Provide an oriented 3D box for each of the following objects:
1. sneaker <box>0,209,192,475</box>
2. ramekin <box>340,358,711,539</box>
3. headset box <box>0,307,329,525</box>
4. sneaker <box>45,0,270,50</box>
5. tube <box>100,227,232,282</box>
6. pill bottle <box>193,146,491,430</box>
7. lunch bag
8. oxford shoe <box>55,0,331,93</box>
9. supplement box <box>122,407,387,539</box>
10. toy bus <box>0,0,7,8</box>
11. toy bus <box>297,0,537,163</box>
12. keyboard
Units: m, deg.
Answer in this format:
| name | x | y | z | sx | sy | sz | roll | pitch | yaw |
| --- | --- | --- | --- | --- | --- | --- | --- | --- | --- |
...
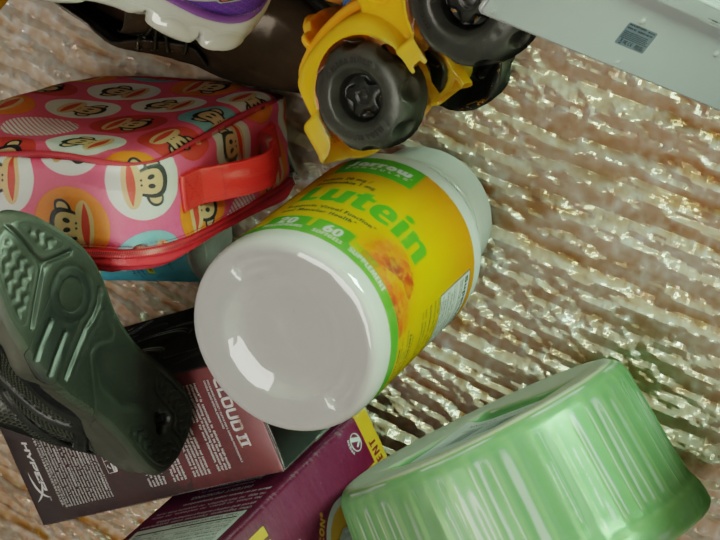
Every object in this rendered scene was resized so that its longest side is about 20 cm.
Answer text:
| name | x | y | z | sx | sy | sz | roll | pitch | yaw |
| --- | --- | --- | --- | --- | --- | --- | --- | --- | --- |
| sneaker | -0.180 | 0.038 | 1.253 | 0.114 | 0.076 | 0.199 | 7 | 151 | 29 |
| ramekin | 0.086 | 0.129 | 1.304 | 0.200 | 0.200 | 0.098 | -26 | 90 | 32 |
| headset box | -0.091 | 0.073 | 1.390 | 0.200 | 0.149 | 0.077 | -16 | 103 | 31 |
| sneaker | -0.133 | -0.186 | 1.211 | 0.200 | 0.081 | 0.083 | 14 | 125 | -25 |
| tube | -0.176 | -0.023 | 1.456 | 0.200 | 0.050 | 0.078 | 3 | 105 | 31 |
| pill bottle | 0.000 | 0.000 | 1.284 | 0.111 | 0.200 | 0.111 | 10 | 114 | 22 |
| lunch bag | -0.126 | -0.060 | 1.323 | 0.176 | 0.200 | 0.082 | 4 | 108 | 25 |
| oxford shoe | -0.100 | -0.143 | 1.344 | 0.200 | 0.084 | 0.073 | 19 | 116 | 16 |
| supplement box | -0.054 | 0.183 | 1.341 | 0.103 | 0.200 | 0.131 | -16 | 105 | 34 |
| toy bus | -0.157 | -0.225 | 1.291 | 0.200 | 0.078 | 0.065 | -50 | 55 | 8 |
| toy bus | 0.024 | -0.180 | 1.242 | 0.200 | 0.136 | 0.192 | -38 | 86 | 35 |
| keyboard | 0.144 | -0.125 | 1.182 | 0.056 | 0.200 | 0.011 | -49 | 47 | 26 |
